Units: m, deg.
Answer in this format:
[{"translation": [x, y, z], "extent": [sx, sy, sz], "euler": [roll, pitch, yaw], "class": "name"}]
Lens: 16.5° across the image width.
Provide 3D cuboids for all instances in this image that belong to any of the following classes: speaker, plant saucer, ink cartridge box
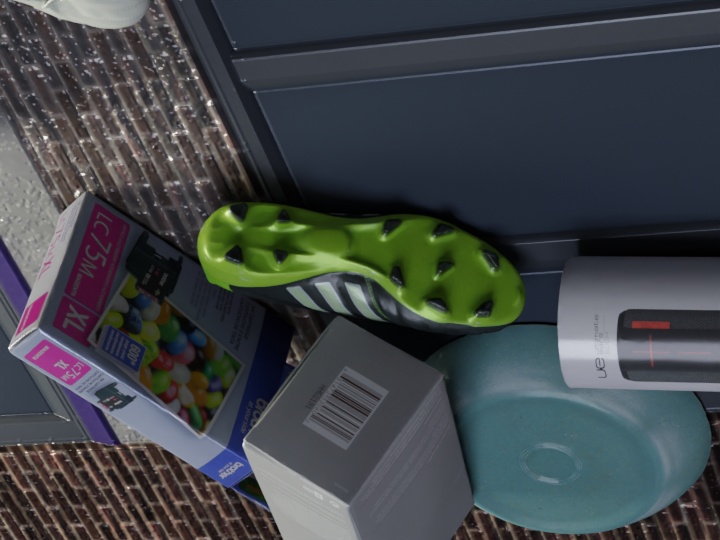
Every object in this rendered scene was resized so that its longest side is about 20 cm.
[{"translation": [0.217, 0.031, 1.453], "extent": [0.199, 0.081, 0.081], "euler": [1, 138, 16], "class": "speaker"}, {"translation": [0.125, 0.113, 1.607], "extent": [0.199, 0.036, 0.200], "euler": [8, 140, 7], "class": "plant saucer"}, {"translation": [-0.113, 0.051, 1.542], "extent": [0.200, 0.120, 0.042], "euler": [36, 133, -22], "class": "ink cartridge box"}]

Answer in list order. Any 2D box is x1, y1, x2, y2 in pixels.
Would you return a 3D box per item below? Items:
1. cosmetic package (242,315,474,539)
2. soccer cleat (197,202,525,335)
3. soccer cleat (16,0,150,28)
[{"translation": [0.003, 0.128, 1.546], "extent": [0.090, 0.107, 0.200], "euler": [29, 157, 19], "class": "cosmetic package"}, {"translation": [0.000, 0.000, 1.504], "extent": [0.199, 0.068, 0.081], "euler": [11, 163, -2], "class": "soccer cleat"}, {"translation": [-0.208, -0.176, 1.347], "extent": [0.200, 0.078, 0.069], "euler": [29, 137, -17], "class": "soccer cleat"}]
